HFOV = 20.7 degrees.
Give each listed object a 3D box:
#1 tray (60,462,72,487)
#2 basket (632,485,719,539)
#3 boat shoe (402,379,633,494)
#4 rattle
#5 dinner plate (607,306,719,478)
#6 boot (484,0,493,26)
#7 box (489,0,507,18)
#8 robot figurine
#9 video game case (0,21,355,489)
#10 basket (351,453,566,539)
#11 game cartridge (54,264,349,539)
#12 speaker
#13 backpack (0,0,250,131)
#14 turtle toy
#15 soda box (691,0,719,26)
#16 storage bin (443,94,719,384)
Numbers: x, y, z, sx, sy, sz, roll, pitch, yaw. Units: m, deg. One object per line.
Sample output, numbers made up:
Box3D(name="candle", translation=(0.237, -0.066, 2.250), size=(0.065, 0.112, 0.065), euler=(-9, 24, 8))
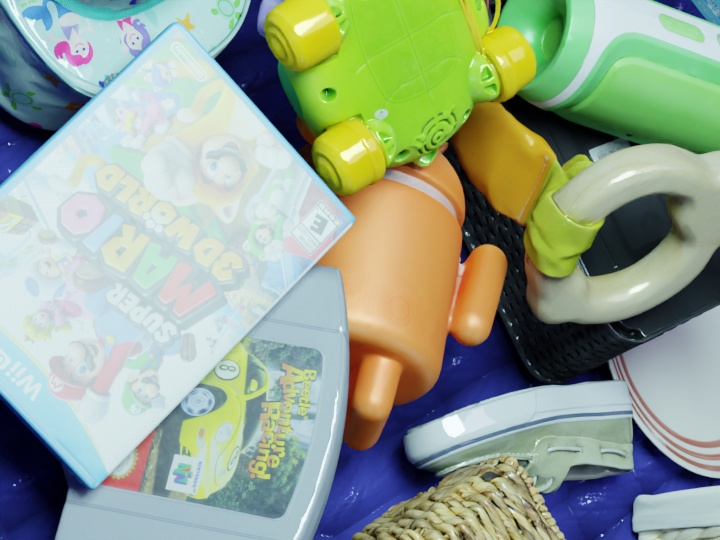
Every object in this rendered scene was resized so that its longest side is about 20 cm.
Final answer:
Box3D(name="tray", translation=(-0.116, 0.095, 1.085), size=(0.107, 0.022, 0.202), euler=(-15, 85, -41))
Box3D(name="basket", translation=(0.290, 0.199, 1.267), size=(0.135, 0.199, 0.125), euler=(8, 74, -37))
Box3D(name="boat shoe", translation=(0.109, 0.109, 1.232), size=(0.199, 0.072, 0.063), euler=(-6, 76, -43))
Box3D(name="rattle", translation=(0.174, -0.054, 1.187), size=(0.198, 0.143, 0.131), euler=(-21, 122, -12))
Box3D(name="dinner plate", translation=(0.233, 0.048, 1.386), size=(0.199, 0.024, 0.202), euler=(13, 67, -35))
Box3D(name="boot", translation=(0.012, -0.190, 1.207), size=(0.072, 0.144, 0.202), euler=(-25, 89, -35))
Box3D(name="box", translation=(0.076, -0.271, 1.283), size=(0.107, 0.148, 0.202), euler=(-21, 88, -46))
Box3D(name="robot figurine", translation=(0.002, 0.001, 1.152), size=(0.117, 0.143, 0.202), euler=(43, 49, -48))
Box3D(name="video game case", translation=(-0.117, -0.009, 1.014), size=(0.200, 0.018, 0.143), euler=(-45, 100, -16))
Box3D(name="basket", translation=(0.053, 0.231, 1.091), size=(0.149, 0.142, 0.201), euler=(-35, 93, -46))
Box3D(name="game cartridge", translation=(-0.076, 0.082, 1.034), size=(0.132, 0.041, 0.202), euler=(10, 66, 5))
Box3D(name="speaker", translation=(0.180, -0.122, 1.217), size=(0.198, 0.088, 0.089), euler=(14, 66, -34))
Box3D(name="backpack", translation=(-0.153, -0.185, 1.076), size=(0.177, 0.150, 0.202), euler=(-34, 103, -39))
Box3D(name="turtle toy", translation=(0.000, -0.146, 1.083), size=(0.145, 0.101, 0.202), euler=(-31, 116, -21))
Box3D(name="soda box", translation=(0.208, -0.243, 1.245), size=(0.200, 0.064, 0.068), euler=(48, 47, -20))
Box3D(name="storage bin", translation=(0.144, -0.045, 1.281), size=(0.134, 0.094, 0.202), euler=(-21, 83, -36))
